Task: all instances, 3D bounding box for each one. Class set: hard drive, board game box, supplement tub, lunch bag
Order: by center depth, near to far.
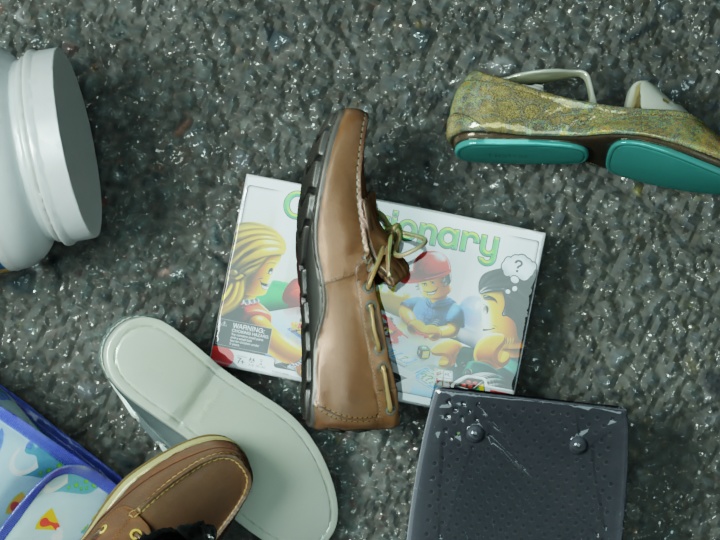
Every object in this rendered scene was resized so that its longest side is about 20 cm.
[{"bbox_3d":[-0.274,-0.062,1.201,0.200,0.145,0.145,-11,88,2],"label":"supplement tub"},{"bbox_3d":[-0.248,0.167,1.212,0.200,0.127,0.170,39,87,-13],"label":"lunch bag"},{"bbox_3d":[0.097,0.173,1.216,0.135,0.042,0.200,6,102,2],"label":"hard drive"},{"bbox_3d":[0.011,0.018,1.243,0.200,0.035,0.126,11,89,2],"label":"board game box"}]

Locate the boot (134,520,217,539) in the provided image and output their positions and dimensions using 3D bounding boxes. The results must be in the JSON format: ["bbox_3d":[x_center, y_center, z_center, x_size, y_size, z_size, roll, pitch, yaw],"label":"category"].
[{"bbox_3d":[-0.090,0.225,1.133,0.198,0.073,0.163,-24,116,-31],"label":"boot"}]

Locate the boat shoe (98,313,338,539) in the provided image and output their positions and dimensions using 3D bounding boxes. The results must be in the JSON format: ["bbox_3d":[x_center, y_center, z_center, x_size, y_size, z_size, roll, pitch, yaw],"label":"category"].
[{"bbox_3d":[-0.092,0.103,1.232,0.200,0.062,0.073,46,76,-17],"label":"boat shoe"}]

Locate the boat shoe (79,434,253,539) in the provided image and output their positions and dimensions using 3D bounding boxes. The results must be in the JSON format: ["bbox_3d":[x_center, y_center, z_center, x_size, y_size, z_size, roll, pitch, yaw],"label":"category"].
[{"bbox_3d":[-0.140,0.182,1.160,0.200,0.068,0.072,-40,113,-9],"label":"boat shoe"}]

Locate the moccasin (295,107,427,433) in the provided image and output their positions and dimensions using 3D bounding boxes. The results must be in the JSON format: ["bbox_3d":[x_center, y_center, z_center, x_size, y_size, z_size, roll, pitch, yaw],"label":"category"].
[{"bbox_3d":[0.000,0.000,1.191,0.078,0.074,0.202,-2,84,-7],"label":"moccasin"}]

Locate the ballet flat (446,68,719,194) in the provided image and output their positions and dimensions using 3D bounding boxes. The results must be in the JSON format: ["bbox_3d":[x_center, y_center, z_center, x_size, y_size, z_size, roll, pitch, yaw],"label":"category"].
[{"bbox_3d":[0.156,-0.095,1.228,0.200,0.071,0.071,8,89,2],"label":"ballet flat"}]
